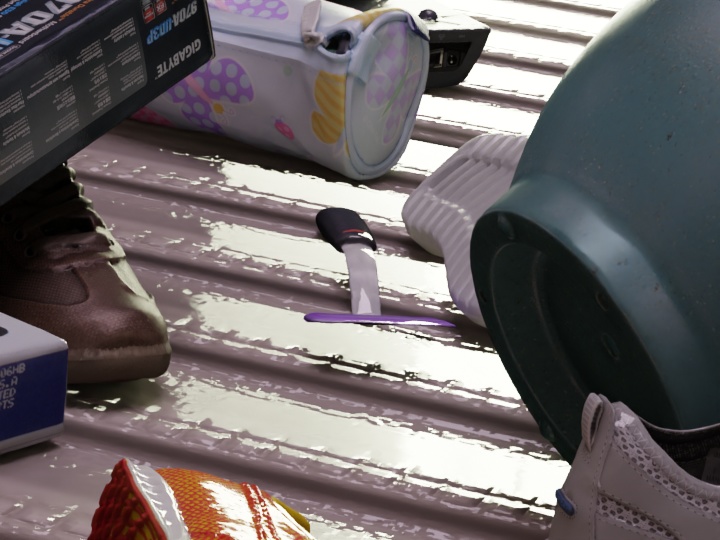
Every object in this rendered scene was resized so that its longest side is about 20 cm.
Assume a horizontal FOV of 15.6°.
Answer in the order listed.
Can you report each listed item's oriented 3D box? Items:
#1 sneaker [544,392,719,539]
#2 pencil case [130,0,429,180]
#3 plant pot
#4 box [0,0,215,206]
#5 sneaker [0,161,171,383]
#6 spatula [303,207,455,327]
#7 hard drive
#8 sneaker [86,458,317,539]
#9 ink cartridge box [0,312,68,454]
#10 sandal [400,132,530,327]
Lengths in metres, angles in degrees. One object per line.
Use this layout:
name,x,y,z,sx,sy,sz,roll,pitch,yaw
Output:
sneaker,0.149,0.074,0.768,0.198,0.083,0.075,1,17,-18
pencil case,-0.066,-0.103,1.273,0.199,0.084,0.091,15,-3,29
plant pot,0.121,0.001,0.859,0.134,0.201,0.200,-30,30,-18
box,-0.171,-0.066,0.955,0.158,0.046,0.200,5,28,29
sneaker,-0.134,-0.017,0.980,0.070,0.076,0.200,-6,20,-35
spatula,0.000,0.000,1.066,0.056,0.021,0.200,3,16,-6
hard drive,-0.044,-0.131,1.449,0.199,0.043,0.135,-2,19,-26
sneaker,-0.022,0.098,0.653,0.077,0.073,0.200,12,18,-14
ink cartridge box,-0.231,0.029,0.854,0.199,0.041,0.199,18,20,35
sandal,0.072,-0.013,1.078,0.050,0.082,0.203,46,4,-19
